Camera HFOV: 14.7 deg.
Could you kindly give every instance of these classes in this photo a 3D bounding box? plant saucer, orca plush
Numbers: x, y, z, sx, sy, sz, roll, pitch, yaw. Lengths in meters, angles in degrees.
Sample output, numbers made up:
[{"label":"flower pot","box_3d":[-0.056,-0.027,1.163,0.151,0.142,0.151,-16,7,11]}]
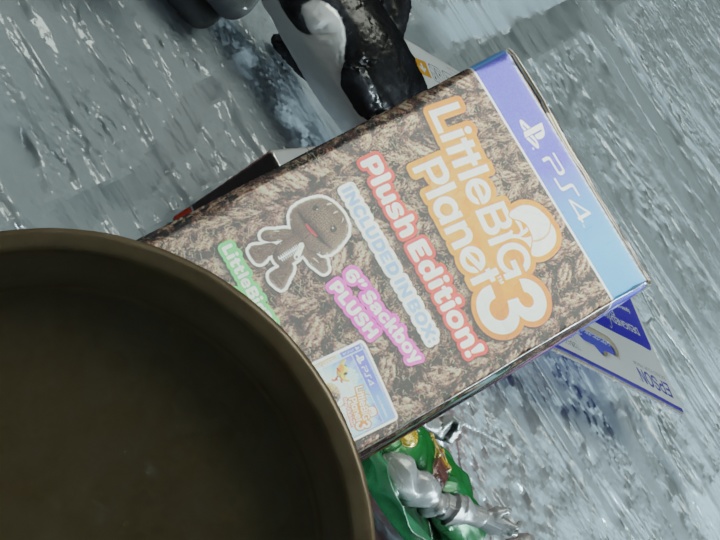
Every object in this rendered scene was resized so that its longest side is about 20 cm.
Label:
[{"label":"plant saucer","box_3d":[-0.094,0.088,0.846,0.201,0.200,0.029,60,0,5]},{"label":"orca plush","box_3d":[-0.011,-0.141,1.433,0.200,0.071,0.105,52,-11,-5]}]

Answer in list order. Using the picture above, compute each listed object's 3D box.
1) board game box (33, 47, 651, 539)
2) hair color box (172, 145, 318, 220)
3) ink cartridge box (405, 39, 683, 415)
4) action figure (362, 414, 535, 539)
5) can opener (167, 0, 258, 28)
[{"label":"board game box","box_3d":[-0.029,0.028,0.978,0.200,0.159,0.097,-29,86,-29]},{"label":"hair color box","box_3d":[0.000,0.000,1.329,0.111,0.064,0.200,61,20,8]},{"label":"ink cartridge box","box_3d":[0.091,-0.015,1.576,0.197,0.047,0.201,26,39,-56]},{"label":"action figure","box_3d":[0.033,0.099,1.234,0.200,0.055,0.118,52,8,-49]},{"label":"can opener","box_3d":[-0.128,-0.187,1.339,0.200,0.053,0.067,44,60,-29]}]
